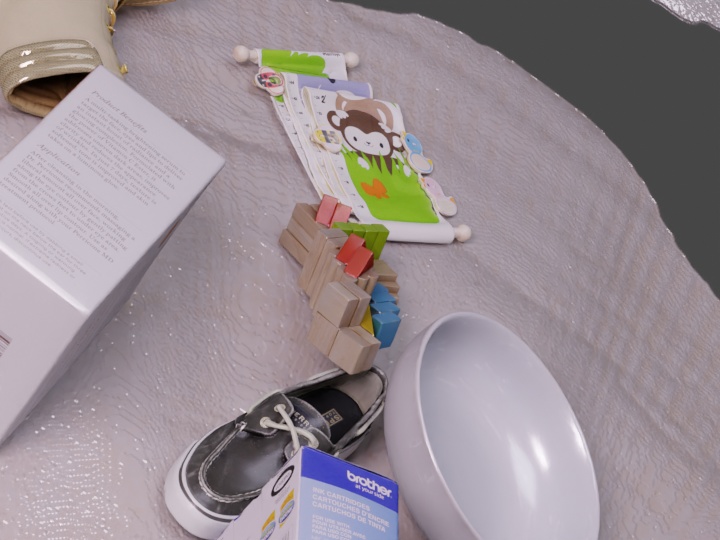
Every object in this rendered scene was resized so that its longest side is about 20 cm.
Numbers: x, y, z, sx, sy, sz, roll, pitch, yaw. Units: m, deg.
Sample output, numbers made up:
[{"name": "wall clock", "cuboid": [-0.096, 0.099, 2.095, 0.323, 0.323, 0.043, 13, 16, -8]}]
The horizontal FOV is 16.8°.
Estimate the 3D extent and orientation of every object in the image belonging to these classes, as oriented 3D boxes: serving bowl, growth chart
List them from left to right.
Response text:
[{"name": "growth chart", "cuboid": [-0.003, -0.098, 1.896, 0.145, 0.018, 0.200, -8, 58, -44]}, {"name": "serving bowl", "cuboid": [0.079, 0.131, 1.677, 0.200, 0.066, 0.200, 35, 41, -38]}]

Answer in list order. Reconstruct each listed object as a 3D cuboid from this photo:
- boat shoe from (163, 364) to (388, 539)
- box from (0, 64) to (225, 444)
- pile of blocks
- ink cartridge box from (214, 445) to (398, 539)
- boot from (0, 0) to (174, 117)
[{"name": "boat shoe", "cuboid": [-0.053, 0.111, 1.611, 0.071, 0.064, 0.200, 47, 39, 9]}, {"name": "box", "cuboid": [-0.199, -0.009, 1.540, 0.106, 0.152, 0.200, 38, 38, -1]}, {"name": "pile of blocks", "cuboid": [0.000, 0.000, 1.718, 0.082, 0.062, 0.200, 14, 25, -17]}, {"name": "ink cartridge box", "cuboid": [-0.040, 0.203, 1.473, 0.076, 0.136, 0.200, 23, 41, -23]}, {"name": "boot", "cuboid": [-0.190, -0.180, 1.779, 0.200, 0.073, 0.156, 0, 52, -37]}]
